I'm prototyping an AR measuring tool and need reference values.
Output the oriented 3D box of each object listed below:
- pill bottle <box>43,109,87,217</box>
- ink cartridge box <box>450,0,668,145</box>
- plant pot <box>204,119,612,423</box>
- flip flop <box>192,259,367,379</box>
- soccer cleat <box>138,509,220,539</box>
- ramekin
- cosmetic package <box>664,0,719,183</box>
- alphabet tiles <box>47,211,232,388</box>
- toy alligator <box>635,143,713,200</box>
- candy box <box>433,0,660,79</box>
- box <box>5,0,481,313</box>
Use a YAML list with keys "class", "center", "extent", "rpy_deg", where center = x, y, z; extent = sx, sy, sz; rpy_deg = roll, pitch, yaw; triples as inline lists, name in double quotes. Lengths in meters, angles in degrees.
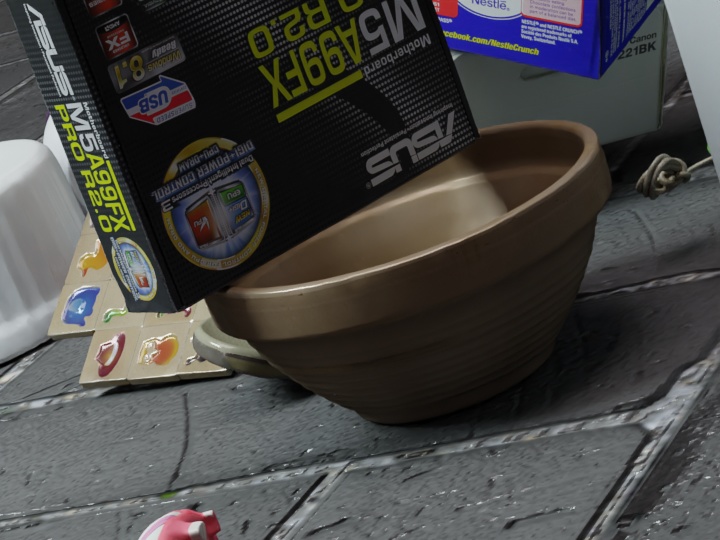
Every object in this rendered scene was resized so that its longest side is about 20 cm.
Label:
- class: "pill bottle"
  center: [-0.153, -0.089, 1.858]
  extent: [0.112, 0.113, 0.200]
  rpy_deg: [-20, 15, 1]
- class: "ink cartridge box"
  center: [0.063, -0.139, 1.586]
  extent: [0.144, 0.084, 0.200]
  rpy_deg: [-15, 33, -21]
- class: "plant pot"
  center: [0.031, 0.009, 1.322]
  extent: [0.200, 0.093, 0.201]
  rpy_deg: [-19, 16, 6]
- class: "flip flop"
  center: [0.000, 0.000, 1.438]
  extent: [0.199, 0.058, 0.081]
  rpy_deg: [-23, 28, -23]
- class: "soccer cleat"
  center: [-0.088, 0.149, 1.051]
  extent: [0.076, 0.067, 0.200]
  rpy_deg: [-22, 17, 12]
- class: "ramekin"
  center: [-0.257, -0.004, 1.725]
  extent: [0.199, 0.098, 0.201]
  rpy_deg: [-18, 15, 5]
- class: "cosmetic package"
  center: [0.273, -0.120, 1.313]
  extent: [0.166, 0.168, 0.200]
  rpy_deg: [-3, 22, 44]
- class: "alphabet tiles"
  center: [-0.087, -0.026, 1.538]
  extent: [0.166, 0.008, 0.201]
  rpy_deg: [-6, 55, 32]
- class: "toy alligator"
  center: [0.221, -0.068, 1.431]
  extent: [0.054, 0.059, 0.200]
  rpy_deg: [38, 49, 24]
- class: "candy box"
  center: [0.087, -0.193, 1.519]
  extent: [0.168, 0.077, 0.200]
  rpy_deg: [13, 35, 20]
- class: "box"
  center: [-0.050, -0.094, 1.300]
  extent: [0.200, 0.161, 0.044]
  rpy_deg: [-30, 16, -34]
